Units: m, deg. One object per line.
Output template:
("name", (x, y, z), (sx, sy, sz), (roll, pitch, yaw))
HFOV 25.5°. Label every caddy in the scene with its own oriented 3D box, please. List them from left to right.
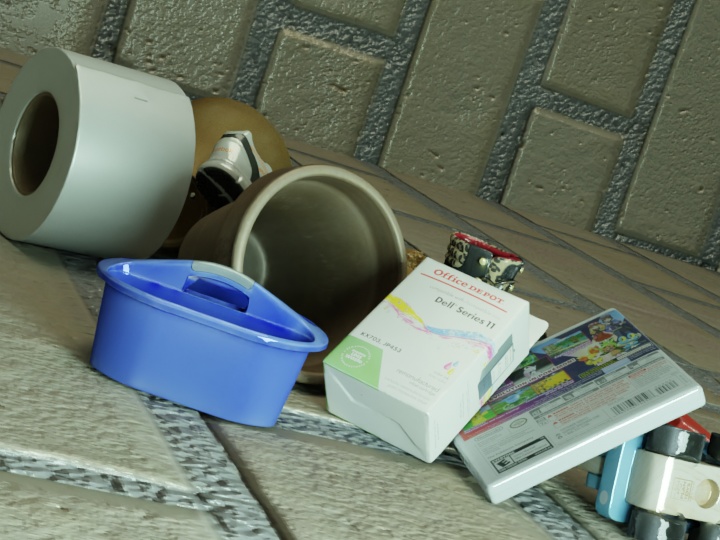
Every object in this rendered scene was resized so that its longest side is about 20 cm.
("caddy", (-0.127, 0.046, 1.305), (0.198, 0.106, 0.141), (19, 10, -3))

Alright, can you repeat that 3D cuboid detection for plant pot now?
("plant pot", (-0.188, -0.092, 1.811), (0.185, 0.188, 0.200), (20, 16, 6))
("plant pot", (-0.085, 0.002, 1.500), (0.199, 0.202, 0.174), (12, -7, -39))

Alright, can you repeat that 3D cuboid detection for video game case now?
("video game case", (0.171, 0.113, 1.377), (0.199, 0.023, 0.182), (-25, 25, -6))

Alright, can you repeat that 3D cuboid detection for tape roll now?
("tape roll", (-0.281, -0.117, 1.653), (0.138, 0.204, 0.202), (13, 11, -37))

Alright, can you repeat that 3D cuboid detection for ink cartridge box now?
("ink cartridge box", (0.071, 0.063, 1.403), (0.117, 0.068, 0.200), (24, 49, 28))

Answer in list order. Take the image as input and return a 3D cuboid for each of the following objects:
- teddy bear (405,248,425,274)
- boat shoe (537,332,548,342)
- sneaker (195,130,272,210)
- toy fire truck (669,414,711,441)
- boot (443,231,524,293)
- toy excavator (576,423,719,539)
("teddy bear", (0.000, 0.000, 1.788), (0.144, 0.067, 0.200), (-7, 25, -32))
("boat shoe", (0.179, 0.102, 1.724), (0.199, 0.074, 0.074), (22, 10, 15))
("sneaker", (-0.109, -0.069, 1.724), (0.073, 0.080, 0.201), (3, -38, 23))
("toy fire truck", (0.259, 0.145, 1.591), (0.199, 0.049, 0.141), (36, 19, 0))
("boot", (0.126, 0.057, 1.632), (0.073, 0.152, 0.200), (13, 12, -32))
("toy excavator", (0.222, 0.174, 1.394), (0.193, 0.101, 0.200), (13, -3, -24))
